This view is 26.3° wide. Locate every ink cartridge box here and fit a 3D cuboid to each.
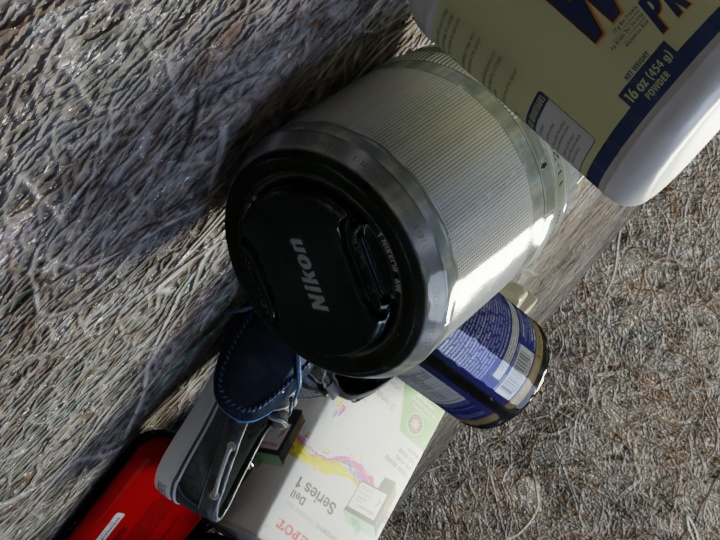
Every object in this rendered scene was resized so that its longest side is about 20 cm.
[{"bbox_3d":[-0.032,0.168,1.365,0.145,0.084,0.201,44,67,-41],"label":"ink cartridge box"}]

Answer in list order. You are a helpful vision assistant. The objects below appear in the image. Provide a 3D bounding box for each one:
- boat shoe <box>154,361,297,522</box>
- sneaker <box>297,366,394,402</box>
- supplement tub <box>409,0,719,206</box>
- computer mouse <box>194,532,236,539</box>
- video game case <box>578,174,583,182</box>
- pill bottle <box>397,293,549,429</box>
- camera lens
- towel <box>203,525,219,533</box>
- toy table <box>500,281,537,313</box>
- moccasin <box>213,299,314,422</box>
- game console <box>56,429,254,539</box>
[{"bbox_3d":[-0.080,0.096,1.179,0.201,0.067,0.072,-59,160,-12],"label":"boat shoe"},{"bbox_3d":[-0.020,0.067,1.204,0.200,0.075,0.082,-33,-156,50],"label":"sneaker"},{"bbox_3d":[0.117,-0.148,0.819,0.145,0.200,0.145,-45,169,-11],"label":"supplement tub"},{"bbox_3d":[-0.083,0.259,1.306,0.200,0.140,0.046,-18,-132,59],"label":"computer mouse"},{"bbox_3d":[0.145,-0.021,1.483,0.200,0.018,0.143,-49,177,-18],"label":"video game case"},{"bbox_3d":[0.063,0.046,1.308,0.112,0.112,0.200,-49,127,6],"label":"pill bottle"},{"bbox_3d":[0.026,-0.041,0.949,0.200,0.160,0.160,-38,165,-44],"label":"camera lens"},{"bbox_3d":[-0.122,0.228,1.529,0.192,0.035,0.200,-32,177,-14],"label":"towel"},{"bbox_3d":[0.099,0.046,1.675,0.184,0.117,0.200,-42,167,-28],"label":"toy table"},{"bbox_3d":[-0.045,0.018,1.136,0.201,0.080,0.068,-59,-177,-18],"label":"moccasin"},{"bbox_3d":[-0.189,0.189,1.295,0.172,0.119,0.200,22,113,-45],"label":"game console"}]
